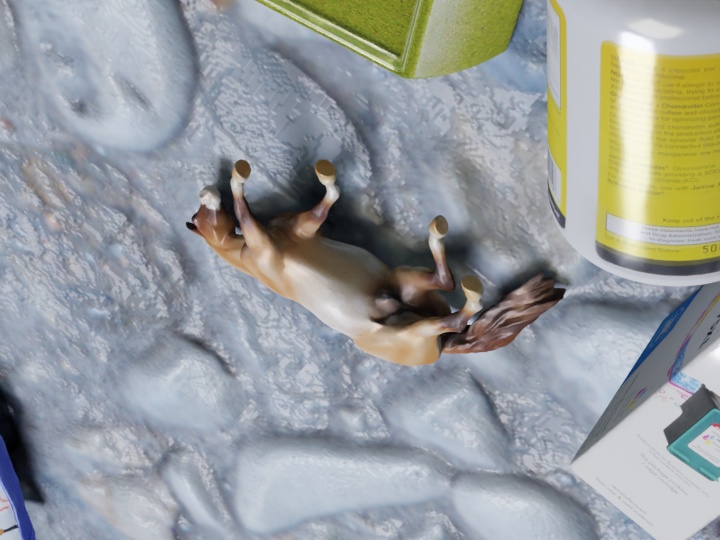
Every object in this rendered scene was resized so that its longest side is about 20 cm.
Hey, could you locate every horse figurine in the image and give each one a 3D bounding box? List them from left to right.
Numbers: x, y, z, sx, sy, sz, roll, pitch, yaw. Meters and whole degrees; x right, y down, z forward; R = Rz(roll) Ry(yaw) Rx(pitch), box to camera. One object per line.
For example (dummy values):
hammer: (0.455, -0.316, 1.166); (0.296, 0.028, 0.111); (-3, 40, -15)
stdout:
horse figurine: (0.000, 0.000, 1.295); (0.199, 0.050, 0.133); (25, 153, 3)

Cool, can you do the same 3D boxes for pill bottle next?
pill bottle: (0.133, -0.099, 1.057); (0.112, 0.112, 0.201); (17, 138, 20)

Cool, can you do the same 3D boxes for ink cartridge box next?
ink cartridge box: (0.190, 0.032, 1.145); (0.067, 0.116, 0.200); (40, 140, -2)

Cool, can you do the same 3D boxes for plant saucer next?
plant saucer: (-0.022, -0.157, 1.096); (0.199, 0.048, 0.200); (27, 163, 4)

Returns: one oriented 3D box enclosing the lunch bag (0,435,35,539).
lunch bag: (-0.317, 0.120, 1.596); (0.199, 0.124, 0.171); (0, 131, 18)
